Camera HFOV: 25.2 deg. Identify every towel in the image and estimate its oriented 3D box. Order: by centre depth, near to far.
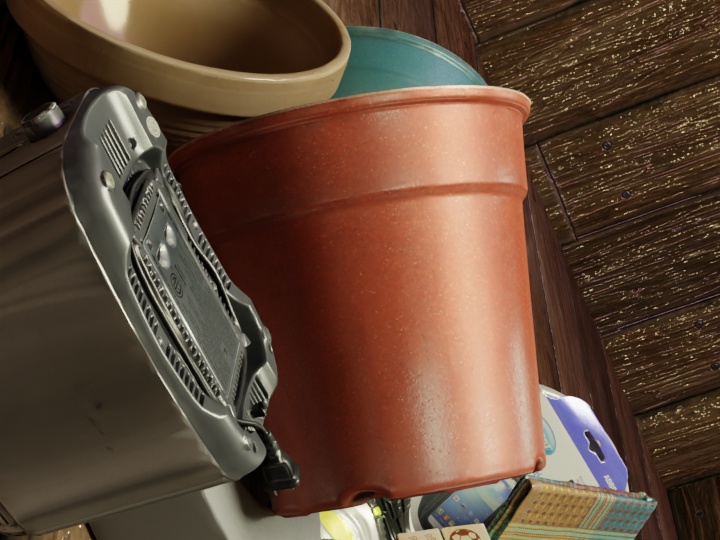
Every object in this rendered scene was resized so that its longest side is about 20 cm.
[{"bbox_3d":[0.115,0.234,1.167,0.146,0.201,0.022,14,25,-41],"label":"towel"}]

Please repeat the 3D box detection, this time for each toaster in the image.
[{"bbox_3d":[-0.121,0.029,0.692,0.114,0.129,0.201,-85,151,-60],"label":"toaster"}]

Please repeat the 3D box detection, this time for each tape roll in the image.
[{"bbox_3d":[-0.090,0.090,0.876,0.200,0.066,0.201,-20,90,-78],"label":"tape roll"}]

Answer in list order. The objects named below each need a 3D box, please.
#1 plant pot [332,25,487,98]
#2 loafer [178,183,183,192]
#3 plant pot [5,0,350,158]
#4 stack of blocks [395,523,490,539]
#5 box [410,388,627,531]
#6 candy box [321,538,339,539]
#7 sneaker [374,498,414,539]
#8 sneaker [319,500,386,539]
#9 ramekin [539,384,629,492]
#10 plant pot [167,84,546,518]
[{"bbox_3d":[-0.004,-0.043,1.190,0.200,0.199,0.189,56,35,-48],"label":"plant pot"},{"bbox_3d":[-0.119,-0.044,0.999,0.200,0.063,0.072,-52,155,-72],"label":"loafer"},{"bbox_3d":[-0.113,-0.120,0.936,0.201,0.200,0.093,-83,-168,-62],"label":"plant pot"},{"bbox_3d":[0.057,0.275,1.020,0.115,0.058,0.201,-115,-156,-54],"label":"stack of blocks"},{"bbox_3d":[0.096,0.174,1.193,0.119,0.199,0.041,59,-5,-10],"label":"box"},{"bbox_3d":[-0.011,0.255,0.833,0.201,0.056,0.117,-78,174,-49],"label":"candy box"},{"bbox_3d":[0.010,0.204,1.121,0.079,0.074,0.201,156,-76,-74],"label":"sneaker"},{"bbox_3d":[-0.021,0.233,0.988,0.076,0.075,0.201,-14,93,-40],"label":"sneaker"},{"bbox_3d":[0.103,0.179,1.267,0.105,0.199,0.201,-138,-154,-81],"label":"ramekin"},{"bbox_3d":[0.010,0.023,0.858,0.201,0.200,0.196,16,63,-74],"label":"plant pot"}]
